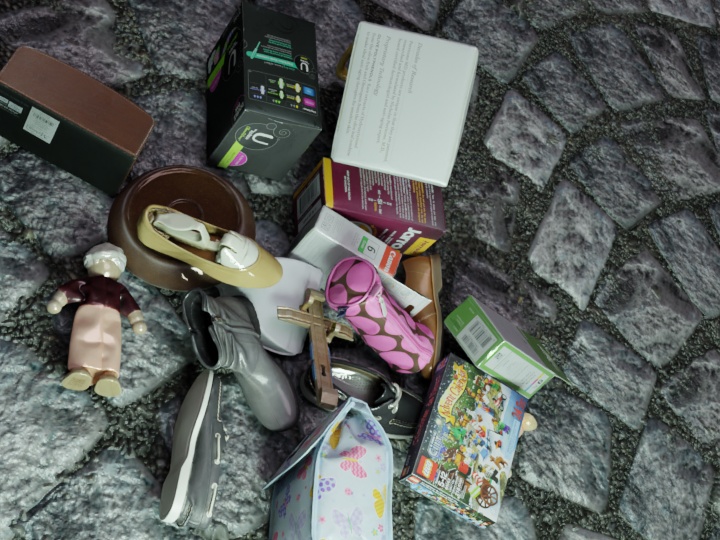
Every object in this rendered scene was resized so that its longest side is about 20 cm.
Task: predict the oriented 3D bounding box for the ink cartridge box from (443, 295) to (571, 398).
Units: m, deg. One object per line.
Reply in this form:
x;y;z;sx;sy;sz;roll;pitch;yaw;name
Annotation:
0.219;0.122;1.557;0.200;0.059;0.104;32;18;-44;ink cartridge box

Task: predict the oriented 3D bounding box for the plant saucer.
-0.238;-0.067;1.423;0.200;0.035;0.201;6;59;-11;plant saucer

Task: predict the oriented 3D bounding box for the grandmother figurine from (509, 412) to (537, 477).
0.169;0.251;1.498;0.121;0.061;0.200;42;47;8;grandmother figurine

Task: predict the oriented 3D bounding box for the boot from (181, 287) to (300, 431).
-0.158;0.119;1.331;0.200;0.070;0.132;60;15;13;boot

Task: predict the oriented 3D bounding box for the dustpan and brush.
-0.161;0.024;1.444;0.200;0.057;0.140;28;62;-22;dustpan and brush

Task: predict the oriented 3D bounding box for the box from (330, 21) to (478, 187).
0.068;-0.237;1.519;0.171;0.199;0.201;12;98;4;box

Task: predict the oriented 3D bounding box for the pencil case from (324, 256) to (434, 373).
0.032;0.067;1.443;0.200;0.093;0.091;46;59;-46;pencil case

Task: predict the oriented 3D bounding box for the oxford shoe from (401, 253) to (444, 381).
0.090;0.073;1.562;0.071;0.071;0.201;-3;63;2;oxford shoe

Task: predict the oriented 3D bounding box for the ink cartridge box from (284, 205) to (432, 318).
0.000;0.000;1.509;0.200;0.109;0.050;31;51;-13;ink cartridge box

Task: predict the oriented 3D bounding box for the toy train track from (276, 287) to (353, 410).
-0.049;0.093;1.384;0.114;0.033;0.200;17;40;-25;toy train track

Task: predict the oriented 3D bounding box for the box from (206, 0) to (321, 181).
-0.145;-0.260;1.549;0.124;0.149;0.201;11;59;-27;box

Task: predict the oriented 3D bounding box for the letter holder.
-0.379;-0.220;1.420;0.200;0.101;0.142;29;50;-13;letter holder

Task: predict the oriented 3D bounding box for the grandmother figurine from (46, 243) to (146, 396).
-0.328;0.052;1.312;0.121;0.061;0.200;22;50;-30;grandmother figurine

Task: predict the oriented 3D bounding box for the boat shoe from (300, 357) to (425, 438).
0.018;0.171;1.441;0.200;0.060;0.074;25;53;-16;boat shoe

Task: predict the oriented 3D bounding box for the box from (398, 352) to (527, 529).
0.144;0.229;1.436;0.136;0.038;0.200;32;52;-13;box

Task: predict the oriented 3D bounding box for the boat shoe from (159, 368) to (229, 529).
-0.193;0.218;1.291;0.060;0.074;0.200;24;50;-23;boat shoe

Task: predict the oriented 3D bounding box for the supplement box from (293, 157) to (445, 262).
0.013;-0.086;1.566;0.200;0.110;0.086;11;58;-25;supplement box

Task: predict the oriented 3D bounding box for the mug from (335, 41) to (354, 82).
0.067;-0.283;1.686;0.186;0.153;0.150;5;61;-28;mug

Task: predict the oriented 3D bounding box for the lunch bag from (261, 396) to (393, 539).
-0.043;0.273;1.286;0.127;0.170;0.200;15;59;-19;lunch bag

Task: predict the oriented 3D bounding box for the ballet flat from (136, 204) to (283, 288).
-0.193;-0.031;1.356;0.199;0.063;0.069;18;58;-3;ballet flat
